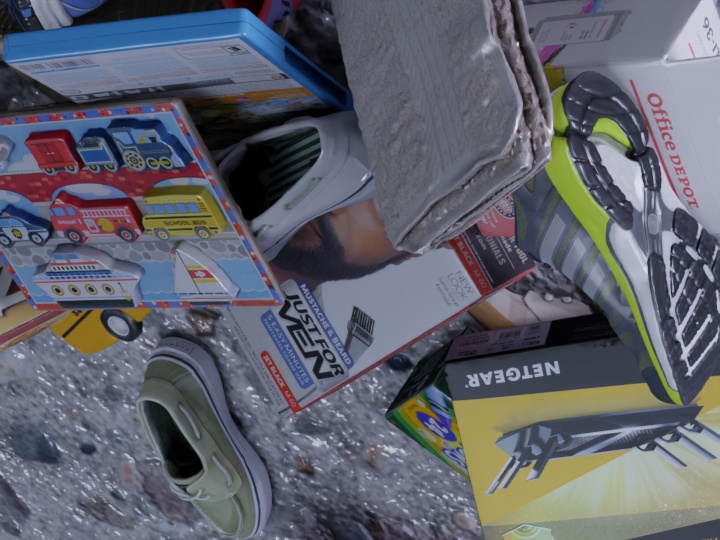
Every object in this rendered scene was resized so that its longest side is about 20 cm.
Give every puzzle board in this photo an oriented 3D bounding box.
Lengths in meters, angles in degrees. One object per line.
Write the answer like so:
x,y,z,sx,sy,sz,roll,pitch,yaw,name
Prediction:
-0.155,-0.032,1.189,0.199,0.017,0.151,-1,130,34,puzzle board

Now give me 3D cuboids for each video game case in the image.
-0.090,-0.103,1.137,0.143,0.018,0.200,-4,167,20,video game case

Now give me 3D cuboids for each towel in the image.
0.035,-0.119,1.048,0.034,0.201,0.132,-1,156,-34,towel

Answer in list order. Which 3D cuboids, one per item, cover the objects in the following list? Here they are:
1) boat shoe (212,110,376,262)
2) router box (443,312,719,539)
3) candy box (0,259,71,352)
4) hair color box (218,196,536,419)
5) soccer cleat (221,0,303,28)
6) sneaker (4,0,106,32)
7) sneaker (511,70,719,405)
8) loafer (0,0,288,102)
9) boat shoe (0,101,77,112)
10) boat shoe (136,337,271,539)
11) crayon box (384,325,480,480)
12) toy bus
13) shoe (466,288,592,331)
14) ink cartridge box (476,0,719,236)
-0.061,-0.052,1.176,0.067,0.074,0.200,5,156,-41,boat shoe
0.163,0.103,1.183,0.199,0.052,0.158,-10,106,15,router box
-0.284,-0.037,1.333,0.200,0.115,0.055,57,141,5,candy box
0.000,0.000,1.227,0.200,0.064,0.111,-34,84,42,hair color box
-0.091,-0.219,1.090,0.067,0.077,0.200,-9,125,40,soccer cleat
-0.195,-0.238,1.157,0.076,0.077,0.201,36,147,66,sneaker
0.131,-0.014,1.061,0.081,0.074,0.200,-3,123,47,sneaker
-0.127,-0.138,1.206,0.199,0.076,0.068,4,144,27,loafer
-0.220,-0.063,1.269,0.199,0.072,0.073,-12,88,3,boat shoe
-0.124,0.138,1.498,0.072,0.062,0.200,6,135,30,boat shoe
0.121,0.124,1.294,0.200,0.052,0.126,35,162,-3,crayon box
-0.150,-0.014,1.357,0.078,0.065,0.200,41,141,-7,toy bus
0.145,0.055,1.243,0.200,0.053,0.070,35,176,3,shoe
0.141,-0.083,1.081,0.199,0.068,0.117,1,132,36,ink cartridge box
